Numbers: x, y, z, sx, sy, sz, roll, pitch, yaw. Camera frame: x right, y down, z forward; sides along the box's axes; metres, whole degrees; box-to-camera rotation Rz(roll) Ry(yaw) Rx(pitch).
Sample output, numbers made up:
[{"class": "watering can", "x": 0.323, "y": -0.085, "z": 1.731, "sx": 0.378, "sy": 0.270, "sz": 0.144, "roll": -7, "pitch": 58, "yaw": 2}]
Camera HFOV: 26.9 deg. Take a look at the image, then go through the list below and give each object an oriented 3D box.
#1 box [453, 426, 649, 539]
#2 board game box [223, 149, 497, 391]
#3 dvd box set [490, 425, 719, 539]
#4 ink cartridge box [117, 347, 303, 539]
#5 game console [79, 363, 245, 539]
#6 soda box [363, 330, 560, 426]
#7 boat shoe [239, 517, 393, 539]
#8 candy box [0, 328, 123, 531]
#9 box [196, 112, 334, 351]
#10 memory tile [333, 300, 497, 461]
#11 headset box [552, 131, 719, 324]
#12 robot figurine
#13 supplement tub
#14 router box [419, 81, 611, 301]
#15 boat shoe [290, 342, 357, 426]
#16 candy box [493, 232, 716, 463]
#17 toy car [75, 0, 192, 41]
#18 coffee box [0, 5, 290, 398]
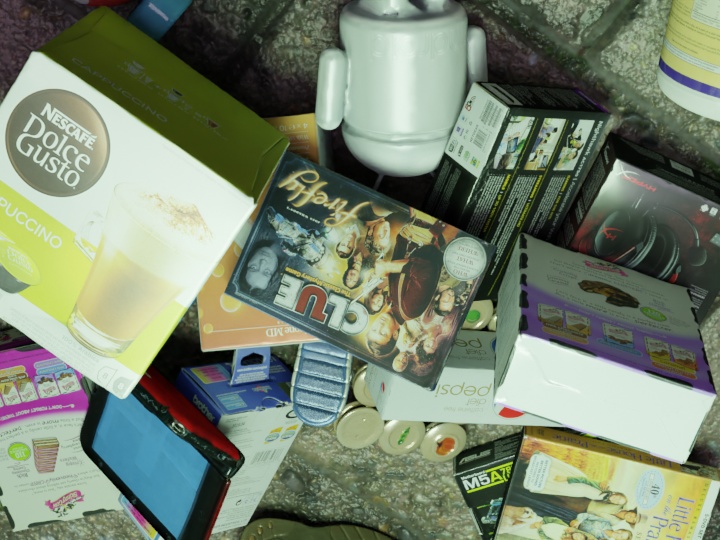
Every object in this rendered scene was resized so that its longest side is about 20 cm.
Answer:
[{"class": "box", "x": 0.218, "y": 0.246, "z": 1.532, "sx": 0.198, "sy": 0.048, "sz": 0.195, "roll": -20, "pitch": 109, "yaw": 14}, {"class": "board game box", "x": 0.000, "y": 0.000, "z": 1.285, "sx": 0.198, "sy": 0.035, "sz": 0.137, "roll": 24, "pitch": 92, "yaw": 7}, {"class": "dvd box set", "x": 0.239, "y": 0.240, "z": 1.485, "sx": 0.198, "sy": 0.029, "sz": 0.148, "roll": 14, "pitch": 114, "yaw": 0}, {"class": "ink cartridge box", "x": -0.134, "y": 0.162, "z": 1.469, "sx": 0.076, "sy": 0.136, "sz": 0.201, "roll": 44, "pitch": 117, "yaw": 28}, {"class": "game console", "x": -0.212, "y": 0.149, "z": 1.374, "sx": 0.119, "sy": 0.200, "sz": 0.172, "roll": -50, "pitch": 147, "yaw": -3}, {"class": "soda box", "x": 0.109, "y": 0.101, "z": 1.425, "sx": 0.198, "sy": 0.068, "sz": 0.064, "roll": 4, "pitch": 121, "yaw": -20}, {"class": "boat shoe", "x": -0.034, "y": 0.308, "z": 1.576, "sx": 0.198, "sy": 0.073, "sz": 0.068, "roll": 13, "pitch": 148, "yaw": -10}, {"class": "candy box", "x": -0.318, "y": 0.156, "z": 1.527, "sx": 0.135, "sy": 0.061, "sz": 0.202, "roll": -11, "pitch": 112, "yaw": 9}, {"class": "box", "x": -0.084, "y": -0.033, "z": 1.364, "sx": 0.123, "sy": 0.097, "sz": 0.203, "roll": -5, "pitch": 89, "yaw": 7}, {"class": "memory tile", "x": 0.071, "y": 0.101, "z": 1.465, "sx": 0.152, "sy": 0.017, "sz": 0.201, "roll": 15, "pitch": 117, "yaw": -26}, {"class": "headset box", "x": 0.255, "y": -0.003, "z": 1.400, "sx": 0.147, "sy": 0.075, "sz": 0.201, "roll": 24, "pitch": 114, "yaw": -5}, {"class": "robot figurine", "x": 0.037, "y": -0.169, "z": 1.323, "sx": 0.168, "sy": 0.113, "sz": 0.202, "roll": -10, "pitch": 116, "yaw": -19}, {"class": "supplement tub", "x": 0.335, "y": -0.234, "z": 1.252, "sx": 0.144, "sy": 0.146, "sz": 0.202, "roll": 9, "pitch": 115, "yaw": 1}, {"class": "router box", "x": 0.126, "y": -0.067, "z": 1.350, "sx": 0.148, "sy": 0.051, "sz": 0.202, "roll": -3, "pitch": 124, "yaw": -44}, {"class": "boat shoe", "x": -0.027, "y": 0.047, "z": 1.444, "sx": 0.071, "sy": 0.072, "sz": 0.202, "roll": 17, "pitch": 89, "yaw": 0}, {"class": "candy box", "x": 0.202, "y": 0.061, "z": 1.281, "sx": 0.166, "sy": 0.200, "sz": 0.072, "roll": 18, "pitch": 115, "yaw": -2}, {"class": "toy car", "x": -0.209, "y": -0.282, "z": 1.246, "sx": 0.184, "sy": 0.200, "sz": 0.177, "roll": 41, "pitch": 111, "yaw": -13}, {"class": "coffee box", "x": -0.198, "y": -0.062, "z": 1.203, "sx": 0.199, "sy": 0.200, "sz": 0.198, "roll": 34, "pitch": 108, "yaw": -6}]
